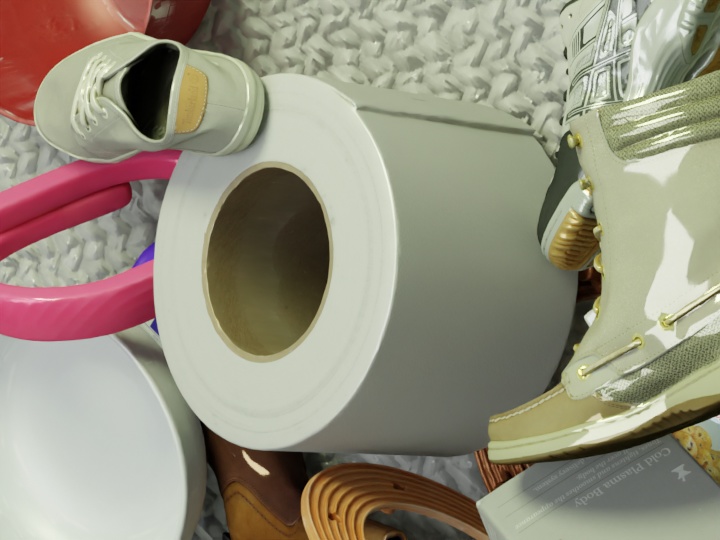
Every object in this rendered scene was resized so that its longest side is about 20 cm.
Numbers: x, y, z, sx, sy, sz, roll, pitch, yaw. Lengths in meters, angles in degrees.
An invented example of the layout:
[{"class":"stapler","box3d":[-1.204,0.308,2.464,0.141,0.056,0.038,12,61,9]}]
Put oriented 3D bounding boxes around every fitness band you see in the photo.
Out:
[{"class":"fitness band","box3d":[-0.145,-0.019,1.544,0.143,0.200,0.038,29,133,43]}]

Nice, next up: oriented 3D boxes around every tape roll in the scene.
[{"class":"tape roll","box3d":[0.000,0.000,1.432,0.202,0.139,0.204,-6,82,48]}]

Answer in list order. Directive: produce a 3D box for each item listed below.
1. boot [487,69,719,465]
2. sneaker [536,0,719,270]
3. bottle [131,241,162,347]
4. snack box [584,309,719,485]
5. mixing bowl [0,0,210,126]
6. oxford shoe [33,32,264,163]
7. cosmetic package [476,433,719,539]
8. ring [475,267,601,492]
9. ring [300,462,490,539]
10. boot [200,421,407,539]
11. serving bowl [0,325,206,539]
[{"class":"boot","box3d":[0.126,0.003,1.268,0.200,0.072,0.155,-26,78,36]},{"class":"sneaker","box3d":[0.136,-0.099,1.373,0.088,0.076,0.201,35,105,33]},{"class":"bottle","box3d":[-0.137,0.070,1.635,0.084,0.065,0.200,45,124,19]},{"class":"snack box","box3d":[0.197,0.089,1.348,0.072,0.024,0.200,-33,83,19]},{"class":"mixing bowl","box3d":[-0.159,-0.189,1.585,0.200,0.108,0.201,7,100,40]},{"class":"oxford shoe","box3d":[-0.130,-0.097,1.448,0.200,0.058,0.076,8,89,53]},{"class":"cosmetic package","box3d":[0.153,0.168,1.281,0.200,0.107,0.090,45,163,51]},{"class":"ring","box3d":[0.134,0.080,1.427,0.200,0.019,0.201,9,103,40]},{"class":"ring","box3d":[0.053,0.169,1.364,0.200,0.200,0.019,44,112,27]},{"class":"boot","box3d":[-0.033,0.136,1.505,0.200,0.068,0.189,-160,68,-63]},{"class":"serving bowl","box3d":[-0.168,0.101,1.583,0.199,0.066,0.201,12,113,31]}]
